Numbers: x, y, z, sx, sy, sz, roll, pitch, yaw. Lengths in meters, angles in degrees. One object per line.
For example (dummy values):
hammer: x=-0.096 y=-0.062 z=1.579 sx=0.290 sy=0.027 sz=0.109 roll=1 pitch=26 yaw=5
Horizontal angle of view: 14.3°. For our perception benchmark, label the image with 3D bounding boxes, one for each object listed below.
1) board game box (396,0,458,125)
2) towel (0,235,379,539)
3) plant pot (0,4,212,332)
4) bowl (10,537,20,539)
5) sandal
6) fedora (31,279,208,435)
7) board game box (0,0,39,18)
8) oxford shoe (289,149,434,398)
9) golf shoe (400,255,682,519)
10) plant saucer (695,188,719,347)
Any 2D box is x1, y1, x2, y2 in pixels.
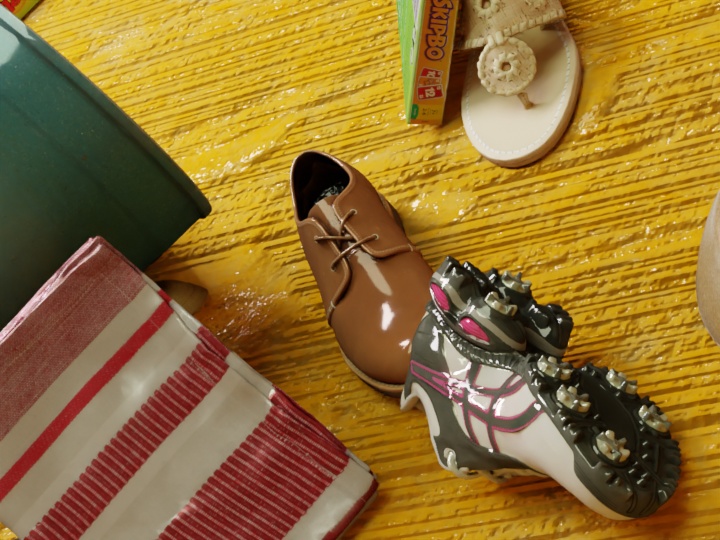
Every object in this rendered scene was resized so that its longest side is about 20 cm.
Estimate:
board game box: x=0.037 y=-0.183 z=1.698 sx=0.030 sy=0.096 sz=0.200 roll=1 pitch=40 yaw=-7
towel: x=-0.107 y=0.096 z=1.448 sx=0.144 sy=0.200 sz=0.023 roll=-49 pitch=-5 yaw=-12
plant pot: x=-0.216 y=-0.030 z=1.557 sx=0.188 sy=0.200 sz=0.200 roll=-49 pitch=34 yaw=-7
bowl: x=-0.213 y=0.225 z=1.490 sx=0.200 sy=0.075 sz=0.200 roll=-21 pitch=39 yaw=24
sandal: x=0.079 y=-0.153 z=1.636 sx=0.077 sy=0.070 sz=0.212 roll=-21 pitch=38 yaw=27
fedora: x=-0.152 y=0.085 z=1.560 sx=0.200 sy=0.082 sz=0.201 roll=-31 pitch=13 yaw=8
board game box: x=-0.284 y=-0.203 z=2.074 sx=0.200 sy=0.048 sz=0.102 roll=-45 pitch=34 yaw=-7
oxford shoe: x=0.000 y=0.000 z=1.541 sx=0.071 sy=0.071 sz=0.200 roll=-37 pitch=35 yaw=3
golf shoe: x=0.085 y=0.075 z=1.386 sx=0.088 sy=0.077 sz=0.200 roll=-63 pitch=34 yaw=17
plant saucer: x=0.242 y=-0.037 z=1.375 sx=0.200 sy=0.035 sz=0.200 roll=-26 pitch=36 yaw=21
